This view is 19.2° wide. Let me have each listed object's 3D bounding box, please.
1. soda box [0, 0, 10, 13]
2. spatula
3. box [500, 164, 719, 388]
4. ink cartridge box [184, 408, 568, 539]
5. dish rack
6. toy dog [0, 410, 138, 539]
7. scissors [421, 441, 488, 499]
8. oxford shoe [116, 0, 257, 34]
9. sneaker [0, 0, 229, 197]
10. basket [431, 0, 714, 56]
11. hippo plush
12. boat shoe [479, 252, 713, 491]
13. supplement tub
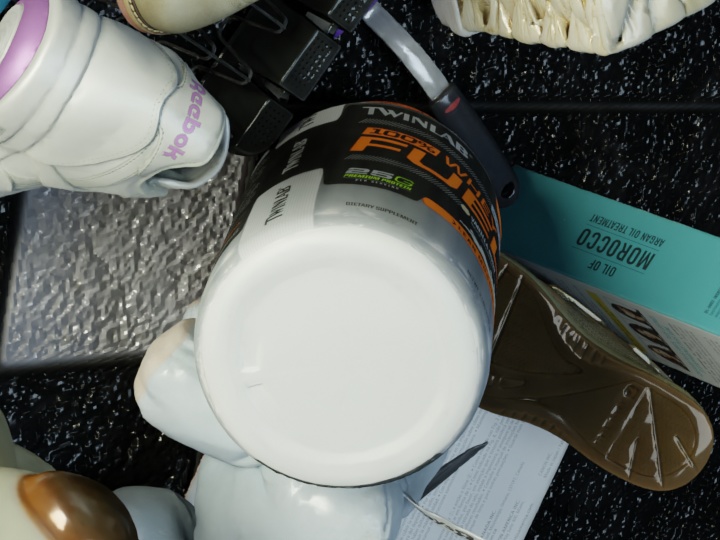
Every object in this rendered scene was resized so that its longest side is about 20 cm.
[{"bbox_3d":[-0.148,-0.145,0.779,0.200,0.068,0.064,-48,146,20],"label":"soda box"},{"bbox_3d":[0.028,-0.098,1.036,0.057,0.021,0.200,-45,124,-11],"label":"spatula"},{"bbox_3d":[0.154,0.011,1.082,0.049,0.200,0.082,-56,136,-11],"label":"box"},{"bbox_3d":[0.004,0.102,1.119,0.200,0.050,0.161,24,94,-27],"label":"ink cartridge box"},{"bbox_3d":[-0.072,-0.147,0.901,0.200,0.055,0.154,32,93,-42],"label":"dish rack"},{"bbox_3d":[-0.174,0.110,0.839,0.194,0.200,0.140,28,91,-45],"label":"toy dog"},{"bbox_3d":[-0.017,0.151,1.083,0.200,0.014,0.073,-25,122,-4],"label":"scissors"},{"bbox_3d":[-0.009,-0.157,0.853,0.200,0.074,0.071,-40,133,-9],"label":"oxford shoe"},{"bbox_3d":[-0.109,-0.051,0.824,0.099,0.200,0.075,24,82,-16],"label":"sneaker"},{"bbox_3d":[0.103,-0.211,0.976,0.135,0.123,0.200,-30,124,-28],"label":"basket"},{"bbox_3d":[-0.042,0.125,0.999,0.161,0.200,0.159,-57,157,21],"label":"hippo plush"},{"bbox_3d":[0.088,0.042,1.090,0.200,0.065,0.071,36,99,-8],"label":"boat shoe"},{"bbox_3d":[0.000,0.000,0.936,0.122,0.200,0.123,2,113,4],"label":"supplement tub"}]
